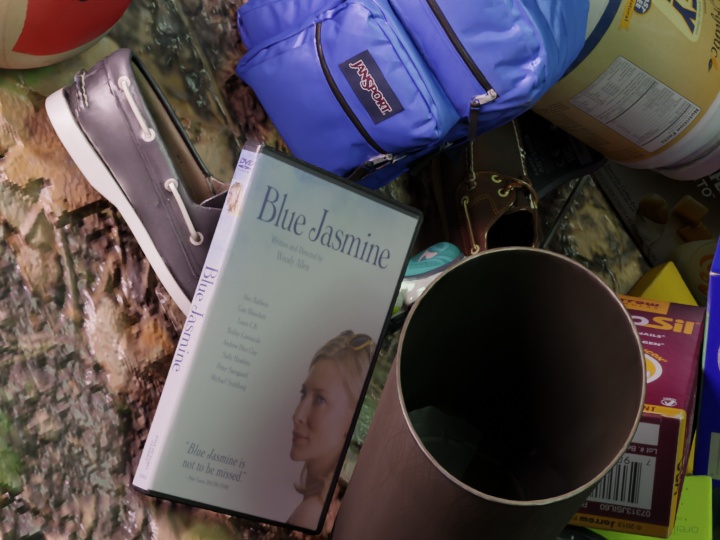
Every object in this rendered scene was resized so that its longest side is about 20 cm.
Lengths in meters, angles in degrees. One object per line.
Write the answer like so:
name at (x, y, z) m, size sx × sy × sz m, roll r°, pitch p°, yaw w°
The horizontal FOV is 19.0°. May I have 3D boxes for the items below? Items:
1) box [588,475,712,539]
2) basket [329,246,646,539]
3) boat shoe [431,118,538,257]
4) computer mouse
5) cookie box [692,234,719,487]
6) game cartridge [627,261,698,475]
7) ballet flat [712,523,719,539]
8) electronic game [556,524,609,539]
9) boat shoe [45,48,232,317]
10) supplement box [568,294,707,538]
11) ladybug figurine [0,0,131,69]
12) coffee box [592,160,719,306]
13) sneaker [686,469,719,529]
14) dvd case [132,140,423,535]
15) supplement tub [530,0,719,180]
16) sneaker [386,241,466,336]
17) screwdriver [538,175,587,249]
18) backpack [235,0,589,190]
box at (0.162, 0.224, 1.371) m, size 0.048 × 0.121 × 0.201 m, roll 77°, pitch 17°, yaw -50°
basket at (0.060, 0.115, 1.209) m, size 0.135 × 0.201 × 0.181 m, roll 27°, pitch 47°, yaw 3°
boat shoe at (0.092, -0.030, 1.441) m, size 0.070 × 0.070 × 0.202 m, roll 10°, pitch 71°, yaw -35°
computer mouse at (0.109, -0.096, 1.556) m, size 0.199 × 0.053 × 0.139 m, roll -23°, pitch 91°, yaw -43°
cookie box at (0.278, 0.024, 1.455) m, size 0.200 × 0.075 × 0.172 m, roll -62°, pitch 156°, yaw -55°
game cartridge at (0.246, 0.114, 1.628) m, size 0.201 × 0.032 × 0.176 m, roll 59°, pitch 36°, yaw -7°
ballet flat at (0.265, 0.184, 1.433) m, size 0.067 × 0.064 × 0.200 m, roll 35°, pitch 58°, yaw 10°
electronic game at (0.109, 0.232, 1.291) m, size 0.198 × 0.042 × 0.201 m, roll 8°, pitch 49°, yaw -10°
boat shoe at (-0.096, -0.034, 1.215) m, size 0.201 × 0.060 × 0.074 m, roll 54°, pitch 13°, yaw -7°
supplement box at (0.163, 0.088, 1.401) m, size 0.200 × 0.109 × 0.086 m, roll -55°, pitch 151°, yaw -67°
ladybug figurine at (-0.182, -0.187, 1.202) m, size 0.136 × 0.072 × 0.200 m, roll 62°, pitch 35°, yaw -6°
coffee box at (0.280, -0.046, 1.690) m, size 0.201 × 0.114 × 0.080 m, roll 56°, pitch 37°, yaw -15°
sneaker at (0.242, 0.213, 1.490) m, size 0.078 × 0.090 × 0.201 m, roll 46°, pitch 58°, yaw -26°
dvd case at (-0.043, 0.042, 1.211) m, size 0.142 × 0.017 × 0.202 m, roll 20°, pitch 87°, yaw -45°
supplement tub at (0.181, -0.159, 1.502) m, size 0.199 × 0.144 × 0.145 m, roll 27°, pitch 50°, yaw -35°
sneaker at (0.000, 0.000, 1.335) m, size 0.199 × 0.077 × 0.080 m, roll -11°, pitch 70°, yaw -54°
screwdriver at (0.137, -0.019, 1.563) m, size 0.200 × 0.028 × 0.029 m, roll -52°, pitch 143°, yaw -53°
backpack at (0.038, -0.142, 1.354) m, size 0.163 × 0.199 × 0.168 m, roll 54°, pitch 37°, yaw -17°
